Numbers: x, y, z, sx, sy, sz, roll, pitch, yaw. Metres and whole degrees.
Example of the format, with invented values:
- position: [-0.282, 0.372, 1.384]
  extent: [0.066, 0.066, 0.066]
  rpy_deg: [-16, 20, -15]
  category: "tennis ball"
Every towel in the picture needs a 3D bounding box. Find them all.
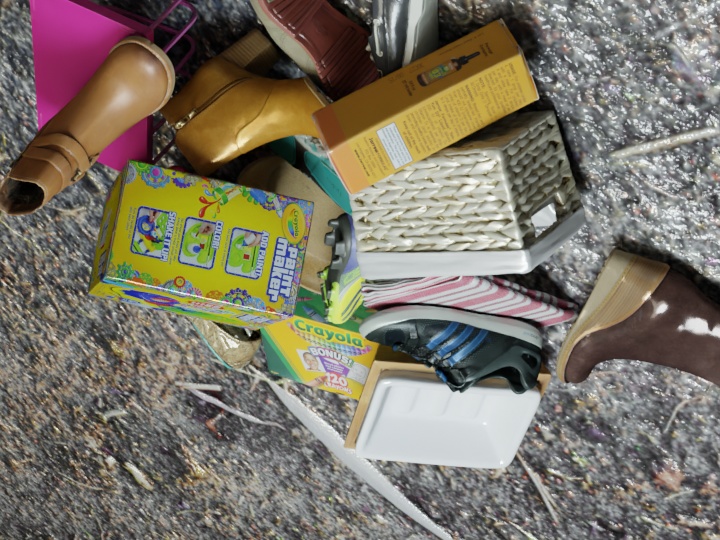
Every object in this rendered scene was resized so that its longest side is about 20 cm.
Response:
- position: [0.115, 0.031, 1.678]
  extent: [0.199, 0.030, 0.146]
  rpy_deg: [18, 157, -41]
  category: "towel"

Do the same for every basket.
- position: [0.096, -0.074, 1.551]
  extent: [0.199, 0.135, 0.124]
  rpy_deg: [-3, 111, 36]
  category: "basket"

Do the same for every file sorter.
- position: [-0.247, -0.224, 1.668]
  extent: [0.138, 0.126, 0.201]
  rpy_deg: [24, 139, 14]
  category: "file sorter"

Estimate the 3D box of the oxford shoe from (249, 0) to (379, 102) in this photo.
- position: [-0.036, -0.221, 1.584]
  extent: [0.200, 0.070, 0.075]
  rpy_deg: [52, 166, -23]
  category: "oxford shoe"

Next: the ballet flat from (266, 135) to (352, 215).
- position: [-0.044, -0.130, 1.658]
  extent: [0.200, 0.072, 0.072]
  rpy_deg: [44, 146, 22]
  category: "ballet flat"

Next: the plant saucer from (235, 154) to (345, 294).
- position: [-0.045, -0.056, 1.766]
  extent: [0.199, 0.036, 0.201]
  rpy_deg: [20, 139, 18]
  category: "plant saucer"

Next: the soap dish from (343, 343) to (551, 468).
- position: [0.092, 0.142, 1.773]
  extent: [0.198, 0.082, 0.158]
  rpy_deg: [5, 137, -12]
  category: "soap dish"

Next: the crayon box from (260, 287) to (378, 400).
- position: [-0.018, 0.086, 1.872]
  extent: [0.199, 0.058, 0.119]
  rpy_deg: [15, 138, 23]
  category: "crayon box"

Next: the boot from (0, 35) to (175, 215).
- position: [-0.270, -0.136, 1.549]
  extent: [0.077, 0.155, 0.199]
  rpy_deg: [50, 139, -15]
  category: "boot"

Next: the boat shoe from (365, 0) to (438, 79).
- position: [0.035, -0.224, 1.507]
  extent: [0.060, 0.074, 0.201]
  rpy_deg: [21, 137, 17]
  category: "boat shoe"

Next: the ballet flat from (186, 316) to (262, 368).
- position: [-0.193, 0.032, 1.954]
  extent: [0.065, 0.071, 0.200]
  rpy_deg: [-37, 109, 22]
  category: "ballet flat"

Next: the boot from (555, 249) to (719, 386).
- position: [0.295, 0.081, 1.630]
  extent: [0.166, 0.072, 0.201]
  rpy_deg: [30, 138, 10]
  category: "boot"

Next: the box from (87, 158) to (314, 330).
- position: [-0.168, -0.022, 1.656]
  extent: [0.191, 0.123, 0.200]
  rpy_deg: [12, 171, -13]
  category: "box"

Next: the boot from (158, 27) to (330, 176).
- position: [-0.103, -0.138, 1.594]
  extent: [0.201, 0.144, 0.071]
  rpy_deg: [46, 179, 31]
  category: "boot"

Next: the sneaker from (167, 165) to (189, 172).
- position: [-0.169, -0.030, 1.805]
  extent: [0.200, 0.080, 0.075]
  rpy_deg: [47, 155, 15]
  category: "sneaker"

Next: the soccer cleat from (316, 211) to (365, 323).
- position: [0.000, 0.001, 1.715]
  extent: [0.083, 0.065, 0.201]
  rpy_deg: [-7, 152, -11]
  category: "soccer cleat"

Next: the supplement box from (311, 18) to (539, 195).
- position: [0.060, -0.150, 1.478]
  extent: [0.199, 0.067, 0.069]
  rpy_deg: [-28, 133, 5]
  category: "supplement box"

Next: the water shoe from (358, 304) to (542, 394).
- position: [0.096, 0.085, 1.668]
  extent: [0.198, 0.080, 0.072]
  rpy_deg: [6, 162, -12]
  category: "water shoe"
